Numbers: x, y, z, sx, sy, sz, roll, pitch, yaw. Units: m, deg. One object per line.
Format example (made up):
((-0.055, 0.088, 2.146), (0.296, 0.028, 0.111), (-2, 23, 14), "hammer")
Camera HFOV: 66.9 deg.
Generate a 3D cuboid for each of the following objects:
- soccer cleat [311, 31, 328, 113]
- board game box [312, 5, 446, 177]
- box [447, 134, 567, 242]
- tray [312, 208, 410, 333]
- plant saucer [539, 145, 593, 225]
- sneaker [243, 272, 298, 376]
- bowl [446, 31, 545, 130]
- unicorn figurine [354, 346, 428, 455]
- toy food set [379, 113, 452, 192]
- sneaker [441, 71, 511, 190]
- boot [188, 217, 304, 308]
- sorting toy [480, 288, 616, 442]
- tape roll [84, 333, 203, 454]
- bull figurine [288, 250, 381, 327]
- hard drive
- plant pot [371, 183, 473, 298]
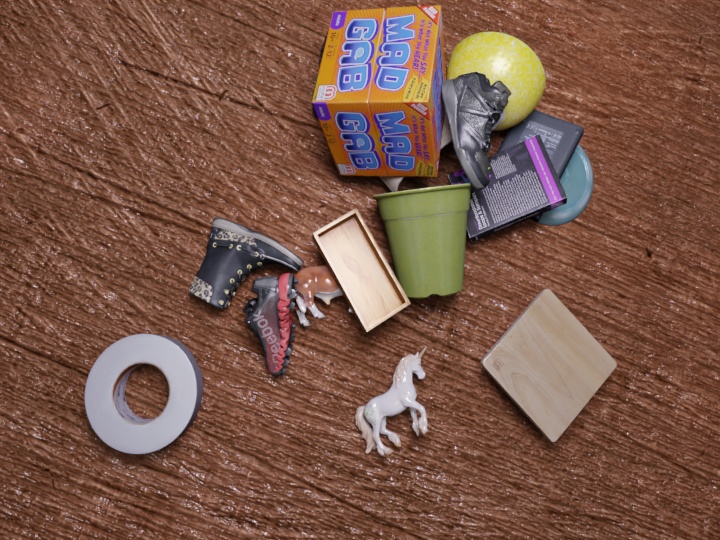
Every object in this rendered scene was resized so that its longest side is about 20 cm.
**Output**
((-0.047, -0.407, 1.109), (0.071, 0.068, 0.208), (12, 80, -23), "soccer cleat")
((0.046, -0.314, 0.981), (0.192, 0.201, 0.207), (4, 66, 14), "board game box")
((0.283, -0.160, 1.068), (0.194, 0.036, 0.147), (-21, 68, 12), "box")
((0.000, 0.000, 1.006), (0.097, 0.037, 0.204), (-28, 83, -13), "tray")
((0.401, -0.199, 1.140), (0.192, 0.027, 0.208), (1, 83, -5), "plant saucer")
((-0.166, 0.099, 0.996), (0.094, 0.071, 0.207), (5, 114, -2), "sneaker")
((0.243, -0.335, 1.044), (0.196, 0.201, 0.110), (29, 68, -1), "bowl")
((0.073, 0.249, 1.023), (0.195, 0.074, 0.140), (-28, 75, -2), "unicorn figurine")
((0.105, -0.260, 1.091), (0.198, 0.061, 0.145), (-37, 64, -5), "toy food set")
((0.215, -0.251, 0.953), (0.111, 0.076, 0.207), (-14, 83, 28), "sneaker")
((-0.217, 0.005, 1.023), (0.198, 0.074, 0.158), (22, 83, 12), "boot")
((0.358, 0.182, 1.065), (0.199, 0.070, 0.200), (-44, 88, -9), "sorting toy")
((-0.388, 0.220, 0.988), (0.192, 0.066, 0.209), (1, 82, -6), "tape roll")
((-0.043, 0.030, 1.043), (0.192, 0.065, 0.126), (-10, 72, -5), "bull figurine")
((0.341, -0.217, 1.099), (0.137, 0.033, 0.204), (27, 86, 24), "hard drive")
((0.126, -0.053, 1.026), (0.192, 0.200, 0.198), (-7, 94, -6), "plant pot")
